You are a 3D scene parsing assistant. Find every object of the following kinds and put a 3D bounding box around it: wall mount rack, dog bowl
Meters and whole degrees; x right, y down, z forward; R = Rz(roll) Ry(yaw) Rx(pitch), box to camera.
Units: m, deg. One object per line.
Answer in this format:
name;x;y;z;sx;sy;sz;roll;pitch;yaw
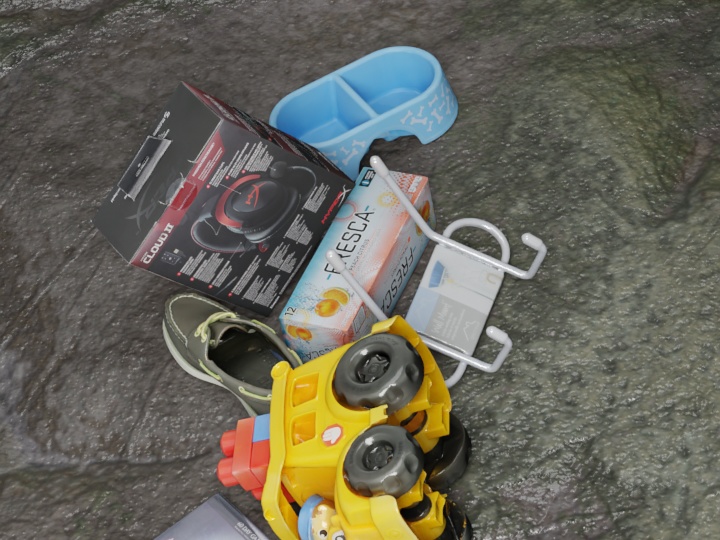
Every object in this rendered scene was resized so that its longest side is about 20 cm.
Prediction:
wall mount rack;0.062;-0.002;1.704;0.173;0.075;0.200;24;50;1
dog bowl;-0.001;-0.151;1.915;0.199;0.050;0.112;-27;46;-16

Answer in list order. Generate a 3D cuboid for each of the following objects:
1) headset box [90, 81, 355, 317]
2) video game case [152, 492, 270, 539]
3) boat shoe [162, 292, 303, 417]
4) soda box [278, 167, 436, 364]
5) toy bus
headset box;-0.123;-0.061;1.710;0.075;0.200;0.149;42;103;41
video game case;-0.146;0.271;1.542;0.200;0.019;0.143;-36;49;-21
boat shoe;-0.106;0.069;1.706;0.072;0.060;0.202;-34;48;-21
soda box;0.000;0.000;1.751;0.068;0.064;0.200;10;48;22
toy bus;-0.020;0.158;1.560;0.191;0.136;0.201;-16;45;16
